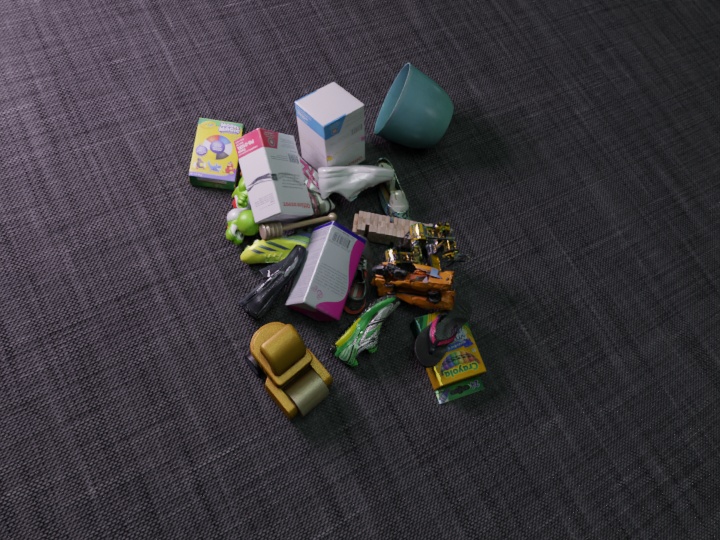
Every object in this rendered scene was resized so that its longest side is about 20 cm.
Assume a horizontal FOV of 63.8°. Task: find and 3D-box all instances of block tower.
[{"bbox_3d":[0.079,-0.098,1.455,0.197,0.054,0.059,9,66,-3],"label":"block tower"}]

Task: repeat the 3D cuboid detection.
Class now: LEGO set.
[{"bbox_3d":[0.150,-0.019,1.379,0.152,0.200,0.117,7,63,-31],"label":"LEGO set"}]

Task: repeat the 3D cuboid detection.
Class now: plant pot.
[{"bbox_3d":[0.151,-0.421,1.548,0.159,0.200,0.203,24,63,-14],"label":"plant pot"}]

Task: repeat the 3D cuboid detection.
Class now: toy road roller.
[{"bbox_3d":[-0.153,0.202,1.231,0.122,0.146,0.200,-37,78,-23],"label":"toy road roller"}]

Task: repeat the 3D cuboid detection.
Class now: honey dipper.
[{"bbox_3d":[-0.142,-0.110,1.374,0.198,0.038,0.038,-15,70,-28],"label":"honey dipper"}]

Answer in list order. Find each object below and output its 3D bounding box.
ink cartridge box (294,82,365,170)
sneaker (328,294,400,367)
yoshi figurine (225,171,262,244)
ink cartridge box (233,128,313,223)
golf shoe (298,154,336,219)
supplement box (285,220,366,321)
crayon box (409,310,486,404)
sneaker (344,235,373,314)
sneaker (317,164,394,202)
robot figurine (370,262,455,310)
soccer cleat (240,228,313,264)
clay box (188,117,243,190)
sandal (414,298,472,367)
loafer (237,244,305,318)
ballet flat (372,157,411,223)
[{"bbox_3d":[-0.074,-0.340,1.468,0.128,0.201,0.125,-33,59,-23],"label":"ink cartridge box"},{"bbox_3d":[0.021,0.136,1.335,0.085,0.078,0.200,44,85,-2],"label":"sneaker"},{"bbox_3d":[-0.260,-0.157,1.390,0.111,0.112,0.203,17,67,-11],"label":"yoshi figurine"},{"bbox_3d":[-0.201,-0.216,1.365,0.144,0.083,0.203,-9,83,-62],"label":"ink cartridge box"},{"bbox_3d":[-0.135,-0.226,1.470,0.091,0.073,0.202,-21,80,-36],"label":"golf shoe"},{"bbox_3d":[-0.079,0.005,1.329,0.101,0.103,0.202,29,68,-26],"label":"supplement box"},{"bbox_3d":[0.211,0.196,1.364,0.124,0.052,0.202,-14,71,-17],"label":"crayon box"},{"bbox_3d":[0.000,0.000,1.387,0.076,0.082,0.203,7,66,-9],"label":"sneaker"},{"bbox_3d":[-0.011,-0.216,1.447,0.197,0.075,0.090,-5,106,-17],"label":"sneaker"},{"bbox_3d":[0.120,0.034,1.350,0.197,0.146,0.059,10,51,19],"label":"robot figurine"},{"bbox_3d":[-0.184,-0.042,1.377,0.198,0.065,0.085,-15,73,-18],"label":"soccer cleat"},{"bbox_3d":[-0.361,-0.307,1.464,0.113,0.048,0.203,6,67,-9],"label":"clay box"},{"bbox_3d":[0.192,0.136,1.332,0.075,0.045,0.200,39,65,7],"label":"sandal"},{"bbox_3d":[-0.200,0.016,1.323,0.070,0.068,0.201,39,81,-12],"label":"loafer"},{"bbox_3d":[0.081,-0.206,1.503,0.073,0.074,0.202,-19,72,-19],"label":"ballet flat"}]
